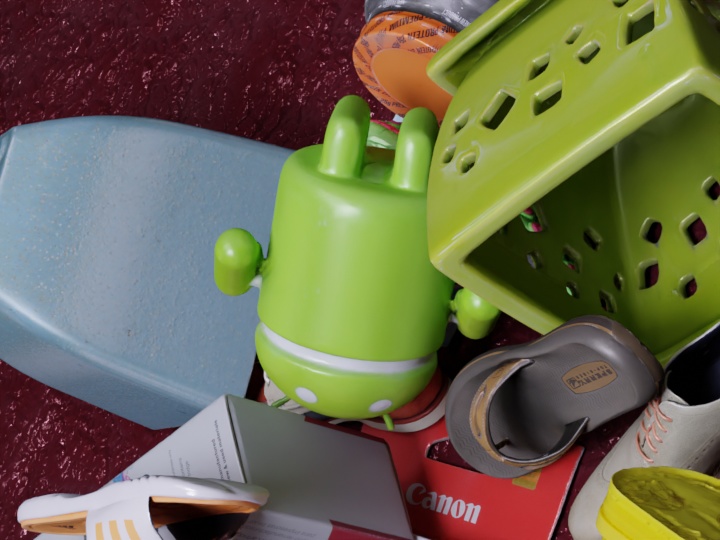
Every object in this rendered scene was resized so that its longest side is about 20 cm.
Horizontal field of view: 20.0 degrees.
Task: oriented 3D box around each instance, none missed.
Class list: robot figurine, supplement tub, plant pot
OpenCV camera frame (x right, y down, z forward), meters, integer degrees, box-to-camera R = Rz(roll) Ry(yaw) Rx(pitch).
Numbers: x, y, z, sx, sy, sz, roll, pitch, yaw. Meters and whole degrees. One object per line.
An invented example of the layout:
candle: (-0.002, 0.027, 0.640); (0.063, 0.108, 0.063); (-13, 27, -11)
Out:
robot figurine: (0.000, 0.000, 1.235); (0.116, 0.175, 0.200); (-82, 3, -71)
supplement tub: (0.083, -0.192, 1.315); (0.122, 0.123, 0.200); (2, 53, 47)
plant pot: (0.162, -0.080, 1.171); (0.199, 0.200, 0.182); (-37, 41, 29)
plant pot: (-0.183, -0.012, 1.449); (0.196, 0.200, 0.196); (-14, 59, 65)

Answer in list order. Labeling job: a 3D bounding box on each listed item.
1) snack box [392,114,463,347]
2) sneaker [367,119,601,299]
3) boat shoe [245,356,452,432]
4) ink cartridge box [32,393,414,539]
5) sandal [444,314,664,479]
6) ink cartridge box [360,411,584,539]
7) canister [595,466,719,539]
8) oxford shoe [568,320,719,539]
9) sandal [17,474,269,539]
snack box: (0.056, -0.060, 1.385); (0.116, 0.037, 0.200); (28, 93, 48)
sneaker: (0.069, -0.023, 1.302); (0.200, 0.077, 0.084); (34, 112, 25)
boat shoe: (-0.026, 0.071, 1.379); (0.200, 0.063, 0.071); (-3, 50, 45)
ink cartridge box: (-0.089, 0.173, 1.280); (0.200, 0.146, 0.083); (-38, 52, 30)
sandal: (0.102, 0.084, 1.174); (0.055, 0.082, 0.200); (-54, 12, -30)
ink cartridge box: (0.032, 0.172, 1.296); (0.200, 0.045, 0.177); (10, 80, 48)
canister: (0.168, 0.223, 1.055); (0.148, 0.086, 0.200); (33, 116, 51)
oxford shoe: (0.178, 0.085, 1.160); (0.200, 0.074, 0.071); (-50, 44, 18)
sandal: (-0.125, 0.155, 1.168); (0.207, 0.079, 0.059); (-16, 68, 49)
